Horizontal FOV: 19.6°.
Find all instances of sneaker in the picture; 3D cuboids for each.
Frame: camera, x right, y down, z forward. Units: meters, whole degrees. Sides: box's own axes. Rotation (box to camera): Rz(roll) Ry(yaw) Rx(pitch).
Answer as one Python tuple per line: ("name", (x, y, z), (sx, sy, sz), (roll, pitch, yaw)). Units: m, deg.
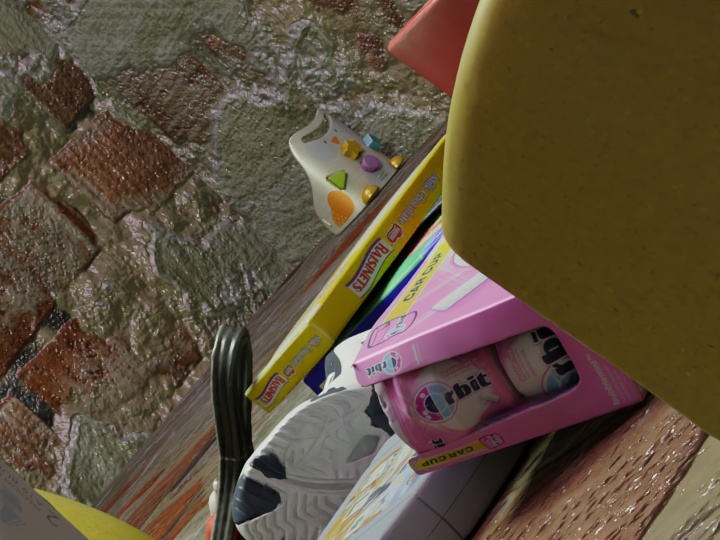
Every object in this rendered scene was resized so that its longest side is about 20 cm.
("sneaker", (0.000, 0.089, 1.192), (0.199, 0.079, 0.130), (-48, 3, -17))

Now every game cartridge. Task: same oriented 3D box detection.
("game cartridge", (0.027, 0.111, 1.013), (0.133, 0.042, 0.200), (-49, 2, 40))

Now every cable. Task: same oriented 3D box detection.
("cable", (-0.092, 0.128, 1.367), (0.097, 0.050, 0.200), (-63, -28, -43))

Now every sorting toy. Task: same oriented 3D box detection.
("sorting toy", (-0.036, -0.200, 3.715), (0.107, 0.180, 0.200), (-43, 6, 48))

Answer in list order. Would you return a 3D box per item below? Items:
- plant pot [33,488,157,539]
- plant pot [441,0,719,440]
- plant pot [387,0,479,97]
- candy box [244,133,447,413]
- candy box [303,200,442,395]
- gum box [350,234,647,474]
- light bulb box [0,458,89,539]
("plant pot", (-0.197, 0.222, 1.309), (0.200, 0.142, 0.200), (-40, -2, -2))
("plant pot", (0.131, -0.068, 0.633), (0.200, 0.194, 0.196), (-55, 0, 28))
("plant pot", (0.146, -0.145, 1.248), (0.200, 0.177, 0.200), (-47, 3, 4))
("candy box", (0.000, 0.000, 1.350), (0.200, 0.026, 0.102), (-53, 5, -40))
("candy box", (0.069, -0.001, 1.367), (0.169, 0.077, 0.200), (-47, 2, 35))
("gum box", (0.084, 0.009, 0.951), (0.113, 0.066, 0.200), (-23, 15, 29))
("light bulb box", (-0.144, 0.201, 0.735), (0.200, 0.198, 0.125), (-45, 6, 10))
